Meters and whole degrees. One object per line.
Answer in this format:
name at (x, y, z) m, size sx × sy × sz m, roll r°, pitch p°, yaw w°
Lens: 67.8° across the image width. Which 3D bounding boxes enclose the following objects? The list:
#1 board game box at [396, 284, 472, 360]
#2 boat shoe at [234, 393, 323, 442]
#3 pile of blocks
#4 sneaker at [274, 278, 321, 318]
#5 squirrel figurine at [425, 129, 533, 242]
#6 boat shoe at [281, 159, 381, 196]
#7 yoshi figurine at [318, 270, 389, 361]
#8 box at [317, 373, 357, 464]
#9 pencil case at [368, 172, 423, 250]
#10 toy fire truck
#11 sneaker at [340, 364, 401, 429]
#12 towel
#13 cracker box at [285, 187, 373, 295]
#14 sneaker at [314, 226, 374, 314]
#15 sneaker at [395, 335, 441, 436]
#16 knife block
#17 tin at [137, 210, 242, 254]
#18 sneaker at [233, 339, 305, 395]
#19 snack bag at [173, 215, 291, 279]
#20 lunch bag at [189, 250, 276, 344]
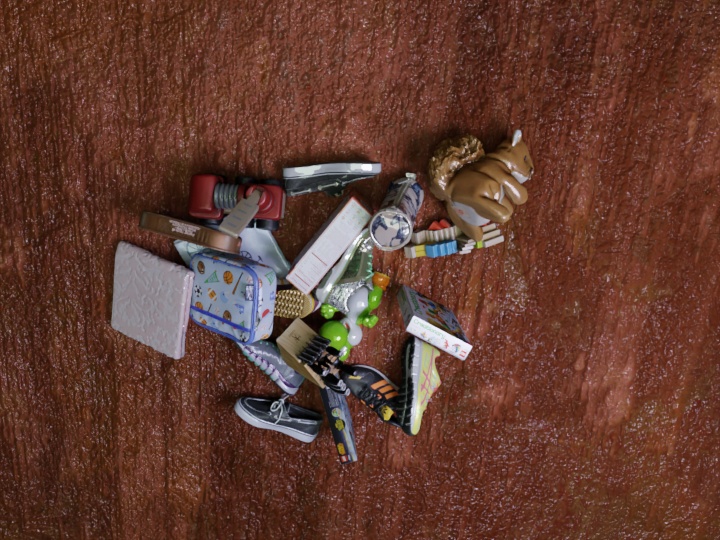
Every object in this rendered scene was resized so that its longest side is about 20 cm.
board game box at (0.139, 0.096, 1.053) m, size 0.124 × 0.200 × 0.035 m, roll 28°, pitch 102°, yaw -9°
boat shoe at (-0.177, 0.312, 1.178) m, size 0.196 × 0.074 × 0.069 m, roll 26°, pitch 109°, yaw -8°
pile of blocks at (0.182, -0.071, 1.066) m, size 0.195 × 0.082 × 0.064 m, roll -12°, pitch 106°, yaw 4°
sneaker at (-0.171, 0.050, 1.093) m, size 0.196 × 0.090 × 0.077 m, roll 14°, pitch 103°, yaw 19°
squirrel figurine at (0.225, -0.188, 0.992) m, size 0.199 × 0.142 × 0.188 m, roll 37°, pitch 75°, yaw 8°
boat shoe at (-0.054, -0.178, 1.045) m, size 0.195 × 0.071 × 0.065 m, roll -3°, pitch 106°, yaw 9°
yoshi figurine at (-0.022, 0.087, 1.081) m, size 0.110 × 0.112 × 0.204 m, roll 22°, pitch 93°, yaw -18°
box at (-0.052, 0.283, 1.138) m, size 0.039 × 0.137 × 0.204 m, roll -14°, pitch 105°, yaw 0°
pencil case at (0.069, -0.110, 0.992) m, size 0.076 × 0.201 × 0.091 m, roll 2°, pitch 117°, yaw 13°
toy fire truck at (-0.236, -0.119, 0.972) m, size 0.171 × 0.200 × 0.132 m, roll 6°, pitch 88°, yaw 1°
sneaker at (0.044, 0.279, 1.162) m, size 0.198 × 0.090 × 0.071 m, roll 33°, pitch 104°, yaw -10°
towel at (-0.425, 0.060, 1.089) m, size 0.196 × 0.032 × 0.195 m, roll 19°, pitch 109°, yaw 22°
cracker box at (-0.057, -0.060, 1.042) m, size 0.057 × 0.134 × 0.201 m, roll 39°, pitch 103°, yaw -10°
sneaker at (0.000, 0.000, 1.040) m, size 0.088 × 0.077 × 0.201 m, roll 37°, pitch 86°, yaw 8°
sneaker at (0.131, 0.245, 1.127) m, size 0.089 × 0.078 × 0.205 m, roll 17°, pitch 70°, yaw -20°
knife block at (-0.078, 0.182, 1.033) m, size 0.175 × 0.201 × 0.064 m, roll 40°, pitch 69°, yaw 15°
tin at (-0.323, -0.073, 1.025) m, size 0.195 × 0.112 × 0.043 m, roll 15°, pitch 87°, yaw -3°
sneaker at (-0.189, 0.172, 1.153) m, size 0.088 × 0.074 × 0.200 m, roll -45°, pitch 109°, yaw -7°
snack bag at (-0.257, -0.024, 1.111) m, size 0.197 × 0.021 × 0.191 m, roll -28°, pitch 105°, yaw 4°
lunch bag at (-0.249, 0.054, 1.037) m, size 0.197 × 0.075 × 0.164 m, roll 17°, pitch 105°, yaw 32°
